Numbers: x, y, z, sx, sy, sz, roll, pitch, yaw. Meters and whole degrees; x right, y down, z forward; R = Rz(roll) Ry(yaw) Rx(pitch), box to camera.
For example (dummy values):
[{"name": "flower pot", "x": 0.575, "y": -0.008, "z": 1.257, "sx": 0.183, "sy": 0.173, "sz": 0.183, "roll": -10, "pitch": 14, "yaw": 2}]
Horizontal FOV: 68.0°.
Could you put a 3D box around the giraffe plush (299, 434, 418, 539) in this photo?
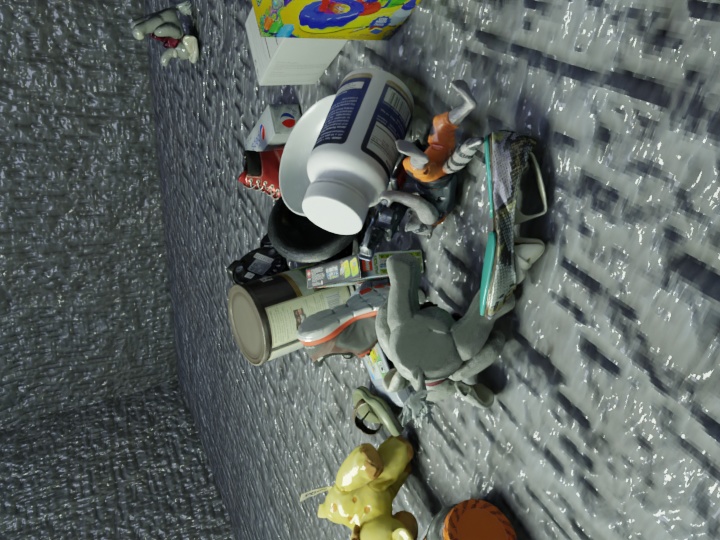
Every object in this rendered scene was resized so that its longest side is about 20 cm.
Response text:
[{"name": "giraffe plush", "x": 0.027, "y": 0.387, "z": 0.841, "sx": 0.162, "sy": 0.198, "sz": 0.174, "roll": 49, "pitch": 148, "yaw": 39}]

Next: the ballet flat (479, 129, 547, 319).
[{"name": "ballet flat", "x": 0.163, "y": -0.046, "z": 0.568, "sx": 0.072, "sy": 0.071, "sz": 0.204, "roll": 14, "pitch": 106, "yaw": 59}]

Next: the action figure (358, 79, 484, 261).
[{"name": "action figure", "x": 0.076, "y": -0.094, "z": 0.637, "sx": 0.103, "sy": 0.202, "sz": 0.194, "roll": 21, "pitch": 155, "yaw": 12}]

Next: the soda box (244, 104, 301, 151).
[{"name": "soda box", "x": -0.187, "y": -0.281, "z": 1.136, "sx": 0.199, "sy": 0.067, "sz": 0.065, "roll": -22, "pitch": 79, "yaw": 61}]

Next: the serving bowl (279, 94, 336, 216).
[{"name": "serving bowl", "x": -0.046, "y": -0.178, "z": 0.870, "sx": 0.198, "sy": 0.065, "sz": 0.204, "roll": -16, "pitch": 67, "yaw": 40}]

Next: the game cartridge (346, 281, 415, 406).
[{"name": "game cartridge", "x": 0.029, "y": 0.127, "z": 0.881, "sx": 0.133, "sy": 0.040, "sz": 0.203, "roll": 122, "pitch": 128, "yaw": -75}]

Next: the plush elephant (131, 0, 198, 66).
[{"name": "plush elephant", "x": -0.576, "y": -0.702, "z": 1.620, "sx": 0.165, "sy": 0.198, "sz": 0.156, "roll": 41, "pitch": 158, "yaw": 50}]

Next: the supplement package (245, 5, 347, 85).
[{"name": "supplement package", "x": -0.102, "y": -0.407, "z": 0.880, "sx": 0.199, "sy": 0.115, "sz": 0.119, "roll": -21, "pitch": 82, "yaw": 61}]

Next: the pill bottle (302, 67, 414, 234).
[{"name": "pill bottle", "x": -0.006, "y": -0.154, "z": 0.702, "sx": 0.111, "sy": 0.110, "sz": 0.203, "roll": -31, "pitch": 36, "yaw": 60}]

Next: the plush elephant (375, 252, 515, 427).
[{"name": "plush elephant", "x": 0.098, "y": 0.104, "z": 0.683, "sx": 0.155, "sy": 0.162, "sz": 0.203, "roll": 55, "pitch": -131, "yaw": -69}]

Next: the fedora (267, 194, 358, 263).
[{"name": "fedora", "x": -0.065, "y": -0.075, "z": 0.934, "sx": 0.201, "sy": 0.199, "sz": 0.092, "roll": 52, "pitch": 175, "yaw": 40}]

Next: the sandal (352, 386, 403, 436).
[{"name": "sandal", "x": 0.015, "y": 0.248, "z": 0.911, "sx": 0.080, "sy": 0.057, "sz": 0.201, "roll": 50, "pitch": 167, "yaw": -1}]

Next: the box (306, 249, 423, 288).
[{"name": "box", "x": 0.000, "y": 0.000, "z": 0.843, "sx": 0.199, "sy": 0.108, "sz": 0.035, "roll": -13, "pitch": 83, "yaw": 63}]

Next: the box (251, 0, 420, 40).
[{"name": "box", "x": -0.018, "y": -0.389, "z": 0.642, "sx": 0.192, "sy": 0.197, "sz": 0.124, "roll": -27, "pitch": 77, "yaw": 62}]

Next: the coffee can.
[{"name": "coffee can", "x": -0.126, "y": 0.073, "z": 0.993, "sx": 0.146, "sy": 0.198, "sz": 0.149, "roll": 26, "pitch": 123, "yaw": 47}]

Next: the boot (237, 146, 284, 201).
[{"name": "boot", "x": -0.168, "y": -0.148, "z": 1.071, "sx": 0.072, "sy": 0.142, "sz": 0.203, "roll": -26, "pitch": 78, "yaw": 59}]

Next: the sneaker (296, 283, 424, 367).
[{"name": "sneaker", "x": 0.006, "y": 0.083, "z": 0.798, "sx": 0.077, "sy": 0.197, "sz": 0.083, "roll": -118, "pitch": 9, "yaw": -67}]

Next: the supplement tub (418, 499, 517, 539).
[{"name": "supplement tub", "x": 0.133, "y": 0.406, "z": 0.732, "sx": 0.123, "sy": 0.121, "sz": 0.202, "roll": 56, "pitch": 144, "yaw": 36}]

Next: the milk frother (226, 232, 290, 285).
[{"name": "milk frother", "x": -0.168, "y": 0.018, "z": 1.162, "sx": 0.180, "sy": 0.199, "sz": 0.190, "roll": 37, "pitch": 156, "yaw": 41}]
